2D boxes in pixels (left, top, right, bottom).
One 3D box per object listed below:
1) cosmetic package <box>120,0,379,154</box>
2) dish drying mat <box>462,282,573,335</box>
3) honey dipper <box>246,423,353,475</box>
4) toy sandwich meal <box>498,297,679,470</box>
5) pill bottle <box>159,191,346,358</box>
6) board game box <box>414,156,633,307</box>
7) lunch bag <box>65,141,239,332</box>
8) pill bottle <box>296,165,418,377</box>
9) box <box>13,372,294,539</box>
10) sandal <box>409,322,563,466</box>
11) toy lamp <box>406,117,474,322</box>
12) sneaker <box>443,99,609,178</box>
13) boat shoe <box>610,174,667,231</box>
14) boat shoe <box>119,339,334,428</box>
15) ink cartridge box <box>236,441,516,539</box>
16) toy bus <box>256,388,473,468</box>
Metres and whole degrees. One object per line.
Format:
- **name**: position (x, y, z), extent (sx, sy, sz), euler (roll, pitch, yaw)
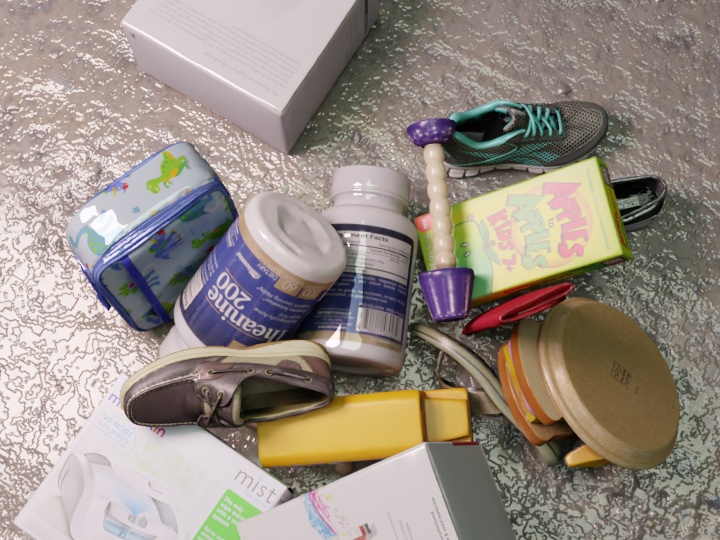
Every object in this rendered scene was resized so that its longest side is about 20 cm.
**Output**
- **cosmetic package**: position (-0.112, -0.269, 1.273), extent (0.199, 0.123, 0.200), euler (31, 75, 8)
- **dish drying mat**: position (0.148, 0.040, 1.150), extent (0.077, 0.200, 0.018), euler (-24, 88, -7)
- **honey dipper**: position (-0.098, 0.156, 1.202), extent (0.200, 0.038, 0.038), euler (23, 76, 4)
- **toy sandwich meal**: position (0.230, 0.118, 1.176), extent (0.205, 0.070, 0.206), euler (22, 49, -28)
- **pill bottle**: position (-0.111, 0.030, 1.148), extent (0.111, 0.111, 0.200), euler (45, 117, 11)
- **board game box**: position (0.163, -0.033, 1.202), extent (0.200, 0.048, 0.102), euler (-18, 76, 23)
- **lunch bag**: position (-0.196, -0.025, 1.166), extent (0.161, 0.200, 0.083), euler (-35, 71, -11)
- **pill bottle**: position (0.000, 0.000, 1.205), extent (0.111, 0.111, 0.201), euler (7, 74, 2)
- **box**: position (-0.194, 0.230, 1.150), extent (0.200, 0.097, 0.177), euler (34, 79, 10)
- **sandal**: position (0.118, 0.128, 1.191), extent (0.057, 0.080, 0.201), euler (-44, 79, 3)
- **toy lamp**: position (0.080, -0.049, 1.187), extent (0.058, 0.058, 0.201), euler (-6, 78, -2)
- **sneaker**: position (0.170, -0.146, 1.256), extent (0.199, 0.091, 0.078), euler (-11, 76, -3)
- **boat shoe**: position (0.224, -0.058, 1.243), extent (0.199, 0.068, 0.074), euler (-10, 75, -1)
- **boat shoe**: position (-0.121, 0.111, 1.094), extent (0.199, 0.073, 0.065), euler (-12, 37, -9)
- **ink cartridge box**: position (0.021, 0.254, 1.060), extent (0.200, 0.145, 0.145), euler (-25, 74, 20)
- **toy bus**: position (0.006, 0.151, 1.146), extent (0.199, 0.078, 0.065), euler (-6, 79, 10)
